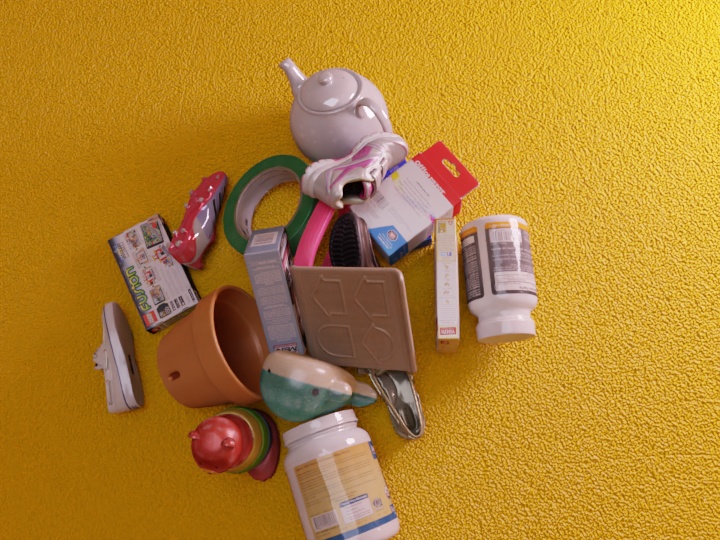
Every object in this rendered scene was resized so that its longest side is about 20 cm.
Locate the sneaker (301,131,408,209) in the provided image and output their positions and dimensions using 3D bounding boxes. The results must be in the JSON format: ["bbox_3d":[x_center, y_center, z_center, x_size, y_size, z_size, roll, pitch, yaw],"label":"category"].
[{"bbox_3d":[0.005,-0.156,1.085,0.200,0.081,0.088,-32,59,-19],"label":"sneaker"}]

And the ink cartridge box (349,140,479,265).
[{"bbox_3d":[0.094,-0.118,1.135,0.200,0.067,0.116,-37,74,-5],"label":"ink cartridge box"}]

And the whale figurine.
[{"bbox_3d":[-0.070,0.197,1.051,0.159,0.200,0.104,7,77,52],"label":"whale figurine"}]

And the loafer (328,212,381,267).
[{"bbox_3d":[0.000,0.000,1.106,0.073,0.071,0.200,-1,100,41],"label":"loafer"}]

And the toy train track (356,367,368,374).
[{"bbox_3d":[-0.013,0.081,1.146,0.114,0.033,0.200,-10,85,-10],"label":"toy train track"}]

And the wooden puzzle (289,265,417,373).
[{"bbox_3d":[-0.007,0.072,1.045,0.200,0.186,0.046,4,29,26],"label":"wooden puzzle"}]

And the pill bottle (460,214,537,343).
[{"bbox_3d":[0.233,0.016,1.100,0.116,0.116,0.200,-5,75,6],"label":"pill bottle"}]

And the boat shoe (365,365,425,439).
[{"bbox_3d":[0.056,0.184,1.090,0.073,0.063,0.201,-17,79,-9],"label":"boat shoe"}]

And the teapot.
[{"bbox_3d":[-0.043,-0.294,1.183,0.200,0.146,0.198,-7,56,8],"label":"teapot"}]

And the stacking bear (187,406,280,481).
[{"bbox_3d":[-0.204,0.272,1.034,0.121,0.200,0.114,16,80,11],"label":"stacking bear"}]

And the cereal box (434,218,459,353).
[{"bbox_3d":[0.143,0.030,1.093,0.039,0.144,0.200,0,74,7],"label":"cereal box"}]

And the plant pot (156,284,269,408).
[{"bbox_3d":[-0.241,0.142,1.095,0.140,0.200,0.200,-24,72,18],"label":"plant pot"}]

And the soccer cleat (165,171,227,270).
[{"bbox_3d":[-0.294,-0.096,1.231,0.067,0.076,0.200,-3,54,36],"label":"soccer cleat"}]

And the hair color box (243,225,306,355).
[{"bbox_3d":[-0.137,0.038,1.092,0.061,0.099,0.200,-8,116,4],"label":"hair color box"}]

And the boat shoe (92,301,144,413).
[{"bbox_3d":[-0.445,0.157,1.171,0.070,0.071,0.200,-17,80,-1],"label":"boat shoe"}]

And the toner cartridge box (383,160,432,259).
[{"bbox_3d":[0.057,-0.129,1.200,0.095,0.043,0.200,-17,73,3],"label":"toner cartridge box"}]

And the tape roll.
[{"bbox_3d":[-0.155,-0.110,1.181,0.200,0.048,0.201,-12,64,26],"label":"tape roll"}]

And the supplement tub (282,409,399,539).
[{"bbox_3d":[-0.036,0.335,1.027,0.144,0.145,0.200,-20,73,1],"label":"supplement tub"}]

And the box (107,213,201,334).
[{"bbox_3d":[-0.382,0.004,1.221,0.110,0.035,0.200,-28,73,-1],"label":"box"}]

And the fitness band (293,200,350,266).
[{"bbox_3d":[-0.059,-0.044,1.133,0.037,0.144,0.200,14,66,17],"label":"fitness band"}]
